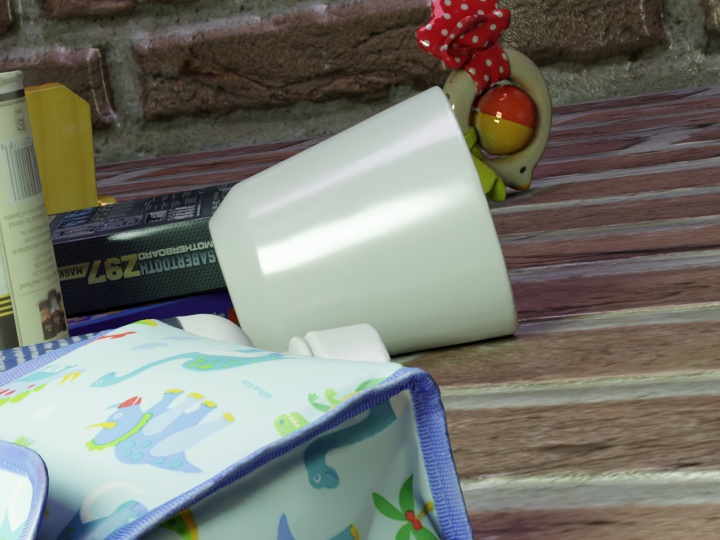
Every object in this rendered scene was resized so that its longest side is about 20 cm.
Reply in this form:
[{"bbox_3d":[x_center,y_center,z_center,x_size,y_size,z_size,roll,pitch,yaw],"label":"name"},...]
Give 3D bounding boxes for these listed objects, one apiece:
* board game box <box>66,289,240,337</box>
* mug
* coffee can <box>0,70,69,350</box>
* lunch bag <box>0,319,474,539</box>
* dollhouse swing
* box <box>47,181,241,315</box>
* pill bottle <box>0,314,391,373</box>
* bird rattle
[{"bbox_3d":[-0.164,0.044,1.474,0.200,0.045,0.134,-15,9,-40],"label":"board game box"},{"bbox_3d":[0.001,0.001,1.379,0.153,0.187,0.149,-18,40,-2],"label":"mug"},{"bbox_3d":[-0.227,0.007,1.217,0.146,0.200,0.146,-10,6,1],"label":"coffee can"},{"bbox_3d":[-0.088,0.098,0.657,0.200,0.128,0.170,-28,17,-27],"label":"lunch bag"},{"bbox_3d":[-0.336,-0.069,2.107,0.200,0.176,0.182,-14,8,-25],"label":"dollhouse swing"},{"bbox_3d":[-0.149,-0.013,1.525,0.158,0.051,0.200,-9,7,-2],"label":"box"},{"bbox_3d":[-0.085,0.076,0.825,0.200,0.111,0.111,-11,7,-10],"label":"pill bottle"},{"bbox_3d":[0.110,-0.152,2.177,0.163,0.200,0.113,17,-12,-42],"label":"bird rattle"}]
